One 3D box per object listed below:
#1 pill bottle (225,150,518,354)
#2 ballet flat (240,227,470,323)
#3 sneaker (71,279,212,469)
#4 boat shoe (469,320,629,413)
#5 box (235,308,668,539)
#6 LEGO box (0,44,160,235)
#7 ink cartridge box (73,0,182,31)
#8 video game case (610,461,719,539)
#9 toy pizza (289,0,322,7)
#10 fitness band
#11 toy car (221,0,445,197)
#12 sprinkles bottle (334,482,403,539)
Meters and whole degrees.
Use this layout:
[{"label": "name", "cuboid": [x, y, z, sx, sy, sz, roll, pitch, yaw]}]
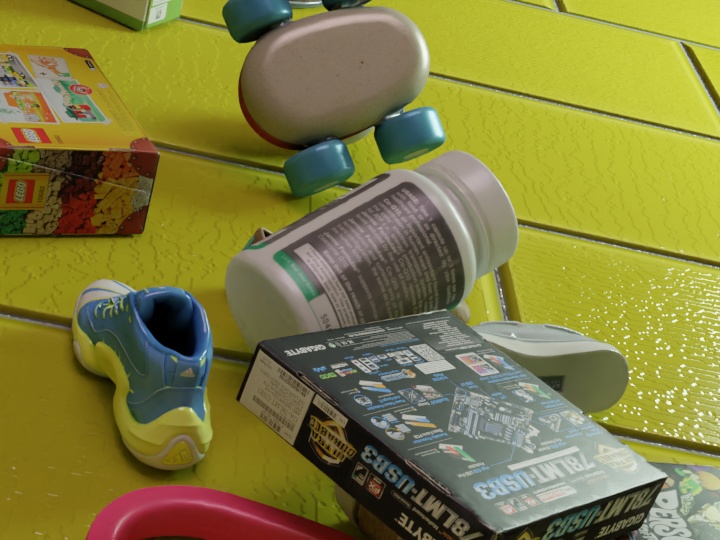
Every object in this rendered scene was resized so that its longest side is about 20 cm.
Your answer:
[{"label": "pill bottle", "cuboid": [0.011, -0.004, 1.185, 0.200, 0.113, 0.113, -30, 48, -26]}, {"label": "ballet flat", "cuboid": [0.000, 0.000, 1.280, 0.199, 0.073, 0.068, 9, 26, -13]}, {"label": "sneaker", "cuboid": [-0.139, 0.039, 1.098, 0.075, 0.105, 0.200, -1, 32, -29]}, {"label": "boat shoe", "cuboid": [0.101, 0.073, 1.218, 0.200, 0.070, 0.071, 3, 14, -24]}, {"label": "box", "cuboid": [0.059, 0.102, 1.002, 0.198, 0.050, 0.200, 38, 26, 30]}, {"label": "LEGO box", "cuboid": [-0.271, -0.111, 1.337, 0.148, 0.077, 0.200, -1, 32, -29]}, {"label": "ink cartridge box", "cuboid": [-0.248, -0.373, 1.702, 0.147, 0.201, 0.076, 26, 29, 18]}, {"label": "video game case", "cuboid": [0.230, 0.198, 1.038, 0.181, 0.036, 0.200, 6, 32, -14]}, {"label": "toy pizza", "cuboid": [-0.118, -0.365, 1.940, 0.199, 0.032, 0.200, 13, 28, -7]}, {"label": "fitness band", "cuboid": [-0.064, 0.188, 0.942, 0.199, 0.038, 0.144, 19, 25, 4]}, {"label": "toy car", "cuboid": [-0.036, -0.163, 1.522, 0.176, 0.185, 0.200, -21, -5, -14]}, {"label": "sprinkles bottle", "cuboid": [0.059, 0.179, 0.982, 0.068, 0.068, 0.200, -4, 33, -33]}]
